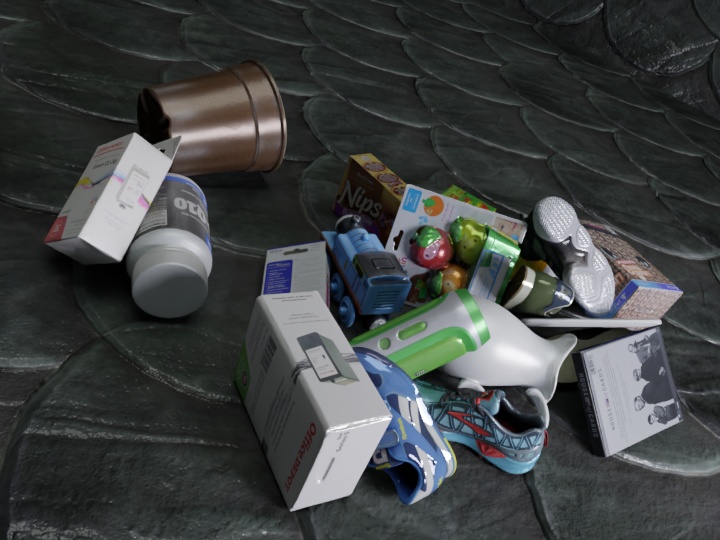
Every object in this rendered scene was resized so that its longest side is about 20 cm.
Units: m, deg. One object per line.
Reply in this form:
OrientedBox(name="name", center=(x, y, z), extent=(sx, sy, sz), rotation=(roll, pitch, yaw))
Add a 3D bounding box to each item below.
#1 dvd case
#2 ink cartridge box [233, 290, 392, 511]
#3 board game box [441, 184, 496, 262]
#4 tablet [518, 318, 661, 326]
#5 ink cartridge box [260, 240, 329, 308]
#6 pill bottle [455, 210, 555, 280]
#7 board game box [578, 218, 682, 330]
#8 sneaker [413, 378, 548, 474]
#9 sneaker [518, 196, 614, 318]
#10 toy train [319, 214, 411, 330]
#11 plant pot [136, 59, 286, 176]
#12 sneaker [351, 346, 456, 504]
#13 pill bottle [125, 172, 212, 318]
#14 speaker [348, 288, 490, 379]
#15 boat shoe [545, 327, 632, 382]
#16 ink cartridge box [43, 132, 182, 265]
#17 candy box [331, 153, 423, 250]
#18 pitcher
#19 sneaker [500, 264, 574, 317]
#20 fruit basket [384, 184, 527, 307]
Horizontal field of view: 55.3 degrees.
OrientedBox(name="dvd case", center=(0.396, 0.173, 1.011), extent=(0.200, 0.025, 0.151), rotation=(-9, 85, -35))
OrientedBox(name="ink cartridge box", center=(-0.064, 0.144, 0.785), extent=(0.084, 0.146, 0.200), rotation=(-4, 43, -32))
OrientedBox(name="board game box", center=(0.169, -0.089, 1.294), extent=(0.102, 0.048, 0.200), rotation=(32, 37, 15))
OrientedBox(name="tablet", center=(0.344, 0.081, 1.066), extent=(0.200, 0.014, 0.130), rotation=(0, -5, 5))
OrientedBox(name="ink cartridge box", center=(-0.093, 0.032, 0.982), extent=(0.095, 0.037, 0.200), rotation=(-9, 40, 5))
OrientedBox(name="pill bottle", center=(0.274, -0.012, 1.192), extent=(0.200, 0.109, 0.109), rotation=(32, 37, 16))
OrientedBox(name="board game box", center=(0.442, 0.006, 1.240), extent=(0.159, 0.097, 0.200), rotation=(5, 37, -41))
OrientedBox(name="sneaker", center=(0.149, 0.178, 0.891), extent=(0.200, 0.096, 0.079), rotation=(24, 35, 4))
OrientedBox(name="sneaker", center=(0.318, -0.017, 1.082), extent=(0.075, 0.114, 0.200), rotation=(-28, 90, -14))
OrientedBox(name="toy train", center=(0.000, 0.000, 1.033), extent=(0.087, 0.114, 0.200), rotation=(1, 40, -27))
OrientedBox(name="plant pot", center=(-0.262, -0.250, 1.178), extent=(0.198, 0.200, 0.200), rotation=(-17, 49, -31))
OrientedBox(name="sneaker", center=(0.033, 0.180, 0.797), extent=(0.082, 0.074, 0.200), rotation=(-38, 95, -39))
OrientedBox(name="pill bottle", center=(-0.264, -0.036, 0.948), extent=(0.114, 0.114, 0.200), rotation=(5, 39, -21))
OrientedBox(name="speaker", center=(0.061, 0.098, 0.882), extent=(0.200, 0.088, 0.088), rotation=(-26, 46, 0))
OrientedBox(name="boat shoe", center=(0.335, 0.132, 1.080), extent=(0.201, 0.063, 0.074), rotation=(-10, 85, -23))
OrientedBox(name="ink cartridge box", center=(-0.330, -0.111, 0.926), extent=(0.067, 0.116, 0.200), rotation=(38, 62, -37))
OrientedBox(name="candy box", center=(0.042, -0.100, 1.184), extent=(0.056, 0.117, 0.200), rotation=(-16, 50, -41))
OrientedBox(name="pitcher", center=(0.183, 0.131, 0.966), extent=(0.200, 0.121, 0.172), rotation=(21, 62, 1))
OrientedBox(name="sneaker", center=(0.267, 0.048, 1.066), extent=(0.090, 0.200, 0.067), rotation=(19, 77, 3))
OrientedBox(name="fruit basket", center=(0.138, -0.017, 1.070), extent=(0.200, 0.185, 0.094), rotation=(17, 14, -10))
